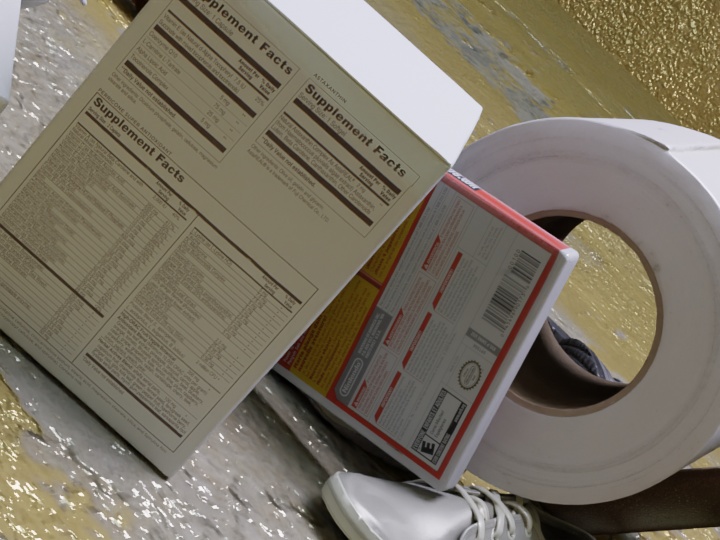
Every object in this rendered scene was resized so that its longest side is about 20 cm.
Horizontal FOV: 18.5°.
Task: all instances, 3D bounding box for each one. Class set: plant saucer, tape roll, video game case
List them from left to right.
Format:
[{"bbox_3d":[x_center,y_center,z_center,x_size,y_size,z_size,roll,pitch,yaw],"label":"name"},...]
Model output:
[{"bbox_3d":[0.000,0.000,1.145,0.200,0.143,0.017,35,20,22],"label":"video game case"},{"bbox_3d":[0.128,0.018,1.199,0.203,0.203,0.139,46,19,13],"label":"tape roll"},{"bbox_3d":[0.201,0.139,1.346,0.200,0.199,0.037,8,77,-64],"label":"plant saucer"}]

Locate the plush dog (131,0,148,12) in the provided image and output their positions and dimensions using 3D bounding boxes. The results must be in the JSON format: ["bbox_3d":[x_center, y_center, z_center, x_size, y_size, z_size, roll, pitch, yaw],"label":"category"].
[{"bbox_3d":[-0.085,-0.193,1.602,0.199,0.161,0.172,18,23,21],"label":"plush dog"}]

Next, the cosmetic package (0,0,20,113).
[{"bbox_3d":[-0.230,-0.117,1.075,0.107,0.085,0.200,36,17,-19],"label":"cosmetic package"}]

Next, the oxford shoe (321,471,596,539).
[{"bbox_3d":[0.057,0.137,1.157,0.200,0.058,0.075,26,26,-41],"label":"oxford shoe"}]

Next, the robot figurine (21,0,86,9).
[{"bbox_3d":[-0.222,-0.215,1.231,0.199,0.170,0.113,20,4,-41],"label":"robot figurine"}]

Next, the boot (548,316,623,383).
[{"bbox_3d":[0.170,0.103,1.489,0.131,0.070,0.200,39,13,-17],"label":"boot"}]

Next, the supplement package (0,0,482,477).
[{"bbox_3d":[-0.067,-0.041,1.054,0.151,0.200,0.152,41,16,-3],"label":"supplement package"}]

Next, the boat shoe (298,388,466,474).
[{"bbox_3d":[-0.004,0.039,1.233,0.200,0.073,0.075,39,16,-13],"label":"boat shoe"}]
